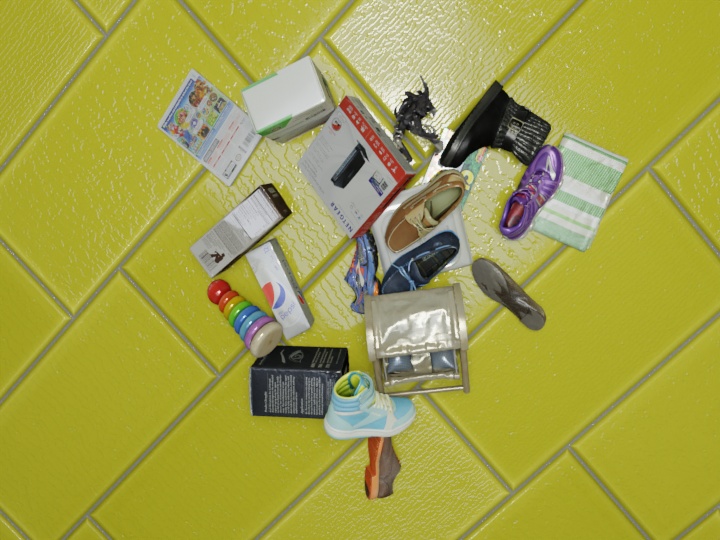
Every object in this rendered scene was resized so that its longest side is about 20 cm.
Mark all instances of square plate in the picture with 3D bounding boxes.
[{"bbox_3d":[0.124,-0.071,1.160,0.191,0.029,0.206,-15,115,7],"label":"square plate"}]

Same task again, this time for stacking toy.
[{"bbox_3d":[-0.255,0.088,1.195,0.199,0.085,0.087,41,102,22],"label":"stacking toy"}]

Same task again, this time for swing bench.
[{"bbox_3d":[0.115,0.146,1.130,0.191,0.133,0.204,-7,135,7],"label":"swing bench"}]

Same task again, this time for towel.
[{"bbox_3d":[0.441,-0.159,1.156,0.148,0.023,0.206,22,102,1],"label":"towel"}]

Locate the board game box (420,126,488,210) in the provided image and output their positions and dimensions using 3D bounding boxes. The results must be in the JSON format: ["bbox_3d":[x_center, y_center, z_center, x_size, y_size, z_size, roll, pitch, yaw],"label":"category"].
[{"bbox_3d":[0.180,-0.180,1.170,0.102,0.023,0.206,22,100,-2],"label":"board game box"}]

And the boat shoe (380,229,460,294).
[{"bbox_3d":[0.115,-0.007,1.136,0.083,0.069,0.200,38,110,-18],"label":"boat shoe"}]

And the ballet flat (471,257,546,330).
[{"bbox_3d":[0.316,0.045,1.190,0.199,0.046,0.068,41,131,2],"label":"ballet flat"}]

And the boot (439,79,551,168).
[{"bbox_3d":[0.267,-0.250,1.104,0.157,0.079,0.213,39,84,-3],"label":"boot"}]

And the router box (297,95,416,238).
[{"bbox_3d":[-0.012,-0.201,1.108,0.180,0.048,0.202,-46,73,29],"label":"router box"}]

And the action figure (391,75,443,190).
[{"bbox_3d":[0.104,-0.271,1.111,0.099,0.120,0.204,11,123,-29],"label":"action figure"}]

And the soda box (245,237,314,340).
[{"bbox_3d":[-0.170,0.038,1.208,0.062,0.068,0.206,-24,98,8],"label":"soda box"}]

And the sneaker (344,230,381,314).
[{"bbox_3d":[0.000,0.000,1.188,0.075,0.075,0.209,-6,97,8],"label":"sneaker"}]

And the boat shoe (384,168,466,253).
[{"bbox_3d":[0.123,-0.110,1.083,0.075,0.075,0.200,38,110,-18],"label":"boat shoe"}]

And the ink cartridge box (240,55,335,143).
[{"bbox_3d":[-0.128,-0.319,1.080,0.142,0.200,0.087,-23,95,7],"label":"ink cartridge box"}]

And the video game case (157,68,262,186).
[{"bbox_3d":[-0.314,-0.300,1.188,0.198,0.018,0.145,38,100,-3],"label":"video game case"}]

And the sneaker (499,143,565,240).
[{"bbox_3d":[0.341,-0.153,1.120,0.079,0.083,0.206,30,101,28],"label":"sneaker"}]

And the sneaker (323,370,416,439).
[{"bbox_3d":[0.028,0.252,1.088,0.193,0.080,0.135,-5,123,-22],"label":"sneaker"}]

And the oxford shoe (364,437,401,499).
[{"bbox_3d":[0.055,0.412,1.262,0.070,0.071,0.208,3,105,-17],"label":"oxford shoe"}]

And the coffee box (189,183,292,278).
[{"bbox_3d":[-0.245,-0.085,1.170,0.198,0.113,0.081,-39,95,8],"label":"coffee box"}]

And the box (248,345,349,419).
[{"bbox_3d":[-0.126,0.234,1.197,0.191,0.148,0.109,1,101,5],"label":"box"}]
